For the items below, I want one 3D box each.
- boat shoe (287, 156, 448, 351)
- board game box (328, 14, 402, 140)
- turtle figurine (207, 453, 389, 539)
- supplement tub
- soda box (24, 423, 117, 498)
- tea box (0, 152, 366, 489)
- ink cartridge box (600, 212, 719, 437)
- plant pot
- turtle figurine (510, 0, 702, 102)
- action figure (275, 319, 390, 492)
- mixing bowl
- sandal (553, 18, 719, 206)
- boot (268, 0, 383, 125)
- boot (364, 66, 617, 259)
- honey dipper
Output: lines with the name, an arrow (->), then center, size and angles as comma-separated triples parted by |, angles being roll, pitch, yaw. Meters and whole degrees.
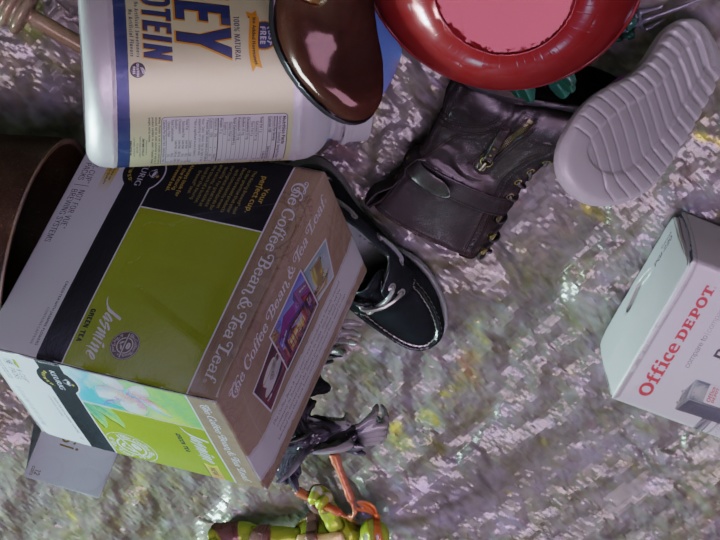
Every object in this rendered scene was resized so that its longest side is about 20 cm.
boat shoe -> 0.000, 0.000, 1.804 | 0.076, 0.060, 0.200 | -36, 115, 18
board game box -> -0.066, -0.185, 1.708 | 0.158, 0.039, 0.200 | -25, 121, 6
turtle figurine -> -0.044, 0.227, 1.936 | 0.161, 0.064, 0.200 | -11, 129, 14
supplement tub -> -0.097, -0.148, 1.616 | 0.200, 0.145, 0.145 | -3, 121, -8
soda box -> -0.207, 0.083, 1.847 | 0.068, 0.064, 0.200 | 19, 119, -12
tea box -> -0.130, 0.026, 1.666 | 0.196, 0.200, 0.134 | 12, 151, 25
ink cartridge box -> 0.313, 0.059, 1.836 | 0.200, 0.085, 0.146 | 21, 118, -11
plant pot -> -0.328, -0.027, 1.729 | 0.200, 0.187, 0.187 | 12, 121, 11
turtle figurine -> 0.187, -0.206, 1.661 | 0.200, 0.150, 0.101 | -43, 88, -15
action figure -> -0.035, 0.088, 1.775 | 0.102, 0.200, 0.119 | -11, 120, 2
mixing bowl -> 0.096, -0.202, 1.512 | 0.200, 0.108, 0.200 | 1, 110, 3
sandal -> 0.199, -0.110, 1.679 | 0.050, 0.203, 0.083 | -12, 114, 51
boot -> 0.010, -0.195, 1.463 | 0.068, 0.200, 0.189 | -12, 91, -28
boot -> 0.122, -0.079, 1.767 | 0.200, 0.069, 0.174 | 20, 124, -8
honey dipper -> -0.199, -0.162, 1.690 | 0.200, 0.038, 0.038 | 30, 116, -2
